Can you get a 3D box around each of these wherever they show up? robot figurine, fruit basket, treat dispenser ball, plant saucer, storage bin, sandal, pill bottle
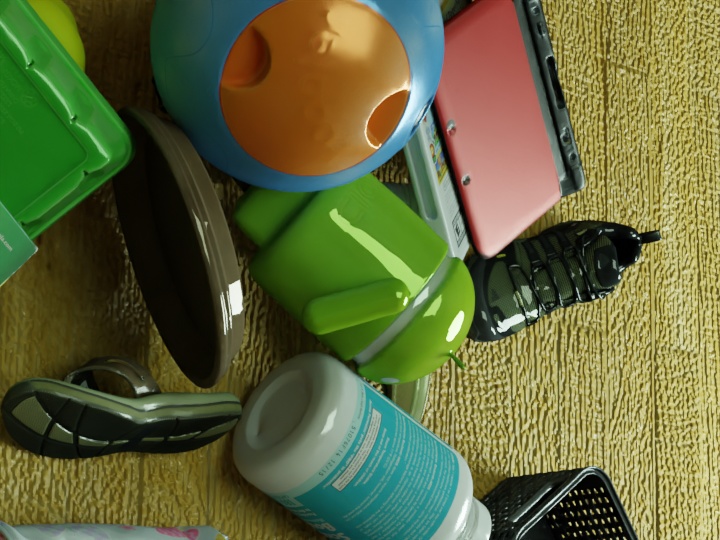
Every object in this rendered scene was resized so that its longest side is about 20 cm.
[{"bbox_3d":[0.000,0.000,1.687,0.200,0.175,0.116,42,94,-7],"label":"robot figurine"},{"bbox_3d":[-0.250,-0.124,1.540,0.155,0.216,0.216,-39,111,-4],"label":"fruit basket"},{"bbox_3d":[-0.043,-0.154,1.577,0.200,0.201,0.202,11,73,-41],"label":"treat dispenser ball"},{"bbox_3d":[-0.124,-0.018,1.583,0.029,0.200,0.201,-17,92,-18],"label":"plant saucer"},{"bbox_3d":[0.162,0.272,1.854,0.135,0.094,0.200,-36,105,-41],"label":"storage bin"},{"bbox_3d":[-0.170,0.091,1.607,0.201,0.080,0.057,7,59,-48],"label":"sandal"},{"bbox_3d":[0.008,0.155,1.723,0.200,0.111,0.111,39,57,-30],"label":"pill bottle"}]

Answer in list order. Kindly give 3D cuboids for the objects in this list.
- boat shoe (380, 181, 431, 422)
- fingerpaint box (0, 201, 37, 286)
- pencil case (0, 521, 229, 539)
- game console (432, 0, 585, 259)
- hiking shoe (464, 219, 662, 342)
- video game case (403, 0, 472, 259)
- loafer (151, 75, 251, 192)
[{"bbox_3d":[0.022,0.029,1.800,0.063,0.073,0.201,2,80,-8],"label":"boat shoe"},{"bbox_3d":[-0.314,-0.065,1.428,0.073,0.167,0.200,-46,112,-25],"label":"fingerpaint box"},{"bbox_3d":[-0.174,0.212,1.555,0.200,0.091,0.083,8,96,-40],"label":"pencil case"},{"bbox_3d":[0.098,-0.142,1.849,0.118,0.172,0.200,-21,120,-7],"label":"game console"},{"bbox_3d":[0.161,-0.001,1.907,0.200,0.101,0.076,-31,101,-42],"label":"hiking shoe"},{"bbox_3d":[0.070,-0.124,1.825,0.200,0.023,0.182,-61,141,-57],"label":"video game case"},{"bbox_3d":[-0.073,-0.095,1.728,0.200,0.073,0.072,26,64,-35],"label":"loafer"}]
